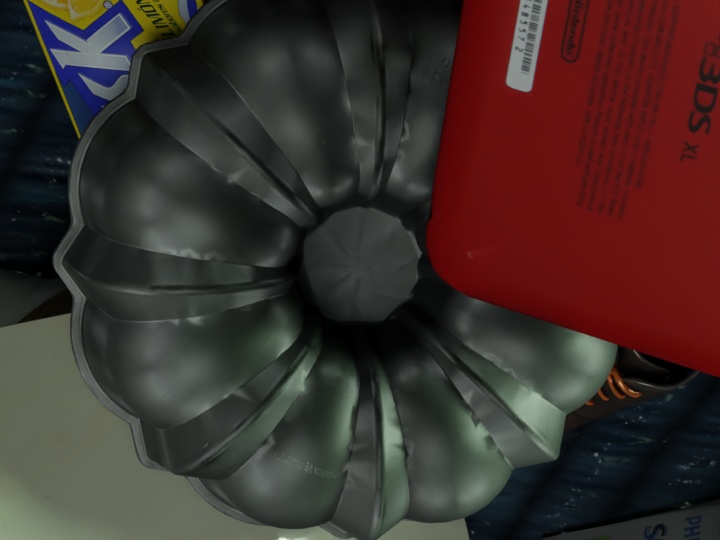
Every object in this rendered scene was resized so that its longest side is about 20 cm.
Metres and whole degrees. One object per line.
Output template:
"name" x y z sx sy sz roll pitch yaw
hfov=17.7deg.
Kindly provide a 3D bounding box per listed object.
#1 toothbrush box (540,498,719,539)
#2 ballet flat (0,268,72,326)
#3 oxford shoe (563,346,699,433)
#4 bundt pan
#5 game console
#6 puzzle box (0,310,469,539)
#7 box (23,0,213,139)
"toothbrush box" 0.136 0.218 0.924 0.086 0.146 0.200 -14 118 19
"ballet flat" -0.156 0.043 0.931 0.200 0.068 0.072 -36 89 30
"oxford shoe" 0.084 0.022 0.859 0.071 0.073 0.200 41 119 -14
"bundt pan" 0.000 0.000 0.765 0.202 0.076 0.202 -1 99 -9
"game console" 0.128 -0.079 0.696 0.172 0.119 0.200 18 120 17
"puzzle box" -0.053 0.073 0.831 0.025 0.200 0.133 -19 83 53
"box" -0.075 -0.096 0.820 0.064 0.070 0.200 -11 117 17
